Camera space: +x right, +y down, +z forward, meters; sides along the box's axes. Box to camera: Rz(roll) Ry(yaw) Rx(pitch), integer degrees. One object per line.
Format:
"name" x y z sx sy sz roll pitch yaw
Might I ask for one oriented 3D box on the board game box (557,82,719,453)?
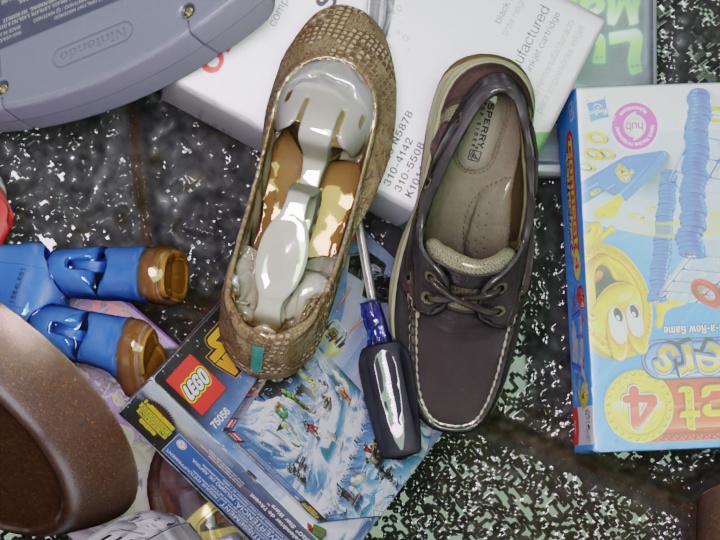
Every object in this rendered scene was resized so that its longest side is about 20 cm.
"board game box" 0.212 -0.002 1.416 0.198 0.056 0.197 -3 85 -6

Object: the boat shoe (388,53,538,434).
"boat shoe" 0.052 -0.009 1.336 0.073 0.065 0.202 4 103 1

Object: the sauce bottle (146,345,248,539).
"sauce bottle" -0.080 0.139 1.387 0.066 0.066 0.202 -12 89 -7

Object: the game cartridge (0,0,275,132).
"game cartridge" -0.137 -0.151 1.376 0.199 0.041 0.134 -19 67 23

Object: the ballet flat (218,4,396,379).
"ballet flat" -0.024 -0.044 1.313 0.070 0.065 0.201 11 79 2

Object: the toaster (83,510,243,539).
"toaster" -0.129 0.211 1.297 0.199 0.114 0.130 -32 79 -6

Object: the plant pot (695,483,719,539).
"plant pot" 0.257 0.204 1.406 0.186 0.187 0.201 -16 75 -7

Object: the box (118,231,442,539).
"box" -0.024 0.061 1.378 0.137 0.040 0.200 45 41 -3

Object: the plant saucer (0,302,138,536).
"plant saucer" -0.206 0.073 1.334 0.200 0.200 0.035 37 59 -3

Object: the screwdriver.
"screwdriver" 0.000 0.000 1.353 0.029 0.028 0.201 -18 82 29

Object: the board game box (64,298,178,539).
"board game box" -0.124 0.099 1.431 0.200 0.032 0.120 41 79 -3

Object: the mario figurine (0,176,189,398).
"mario figurine" -0.191 0.013 1.393 0.199 0.124 0.107 11 127 14

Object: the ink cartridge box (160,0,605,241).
"ink cartridge box" 0.008 -0.115 1.407 0.199 0.084 0.147 27 85 -4

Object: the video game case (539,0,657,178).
"video game case" 0.069 -0.144 1.469 0.198 0.023 0.183 1 87 -7
